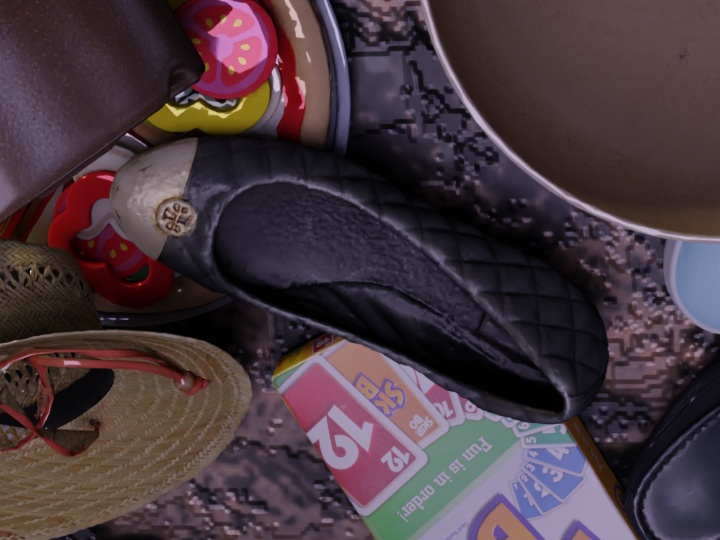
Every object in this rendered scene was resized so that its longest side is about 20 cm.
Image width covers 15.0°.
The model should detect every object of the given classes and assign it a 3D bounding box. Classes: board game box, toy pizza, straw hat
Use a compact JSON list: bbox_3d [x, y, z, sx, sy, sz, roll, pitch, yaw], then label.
[{"bbox_3d":[0.057,0.100,1.097,0.095,0.030,0.200,-28,107,20],"label":"board game box"},{"bbox_3d":[-0.103,-0.068,1.054,0.199,0.032,0.201,4,113,9],"label":"toy pizza"},{"bbox_3d":[-0.140,0.033,1.044,0.201,0.201,0.085,-24,65,19],"label":"straw hat"}]

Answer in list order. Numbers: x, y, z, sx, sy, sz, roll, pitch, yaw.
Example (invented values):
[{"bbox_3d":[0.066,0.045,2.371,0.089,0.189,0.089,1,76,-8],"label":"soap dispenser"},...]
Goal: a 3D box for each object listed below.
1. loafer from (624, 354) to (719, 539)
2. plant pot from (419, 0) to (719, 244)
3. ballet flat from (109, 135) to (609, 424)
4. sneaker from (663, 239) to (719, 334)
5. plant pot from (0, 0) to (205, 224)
[{"bbox_3d":[0.179,0.048,1.026,0.200,0.070,0.068,-37,101,22],"label":"loafer"},{"bbox_3d":[0.126,-0.127,0.928,0.199,0.135,0.201,4,114,9],"label":"plant pot"},{"bbox_3d":[0.000,0.000,1.023,0.199,0.057,0.067,20,114,2],"label":"ballet flat"},{"bbox_3d":[0.183,-0.041,0.982,0.074,0.082,0.200,42,114,-7],"label":"sneaker"},{"bbox_3d":[-0.170,-0.105,0.948,0.200,0.200,0.199,-32,97,21],"label":"plant pot"}]
